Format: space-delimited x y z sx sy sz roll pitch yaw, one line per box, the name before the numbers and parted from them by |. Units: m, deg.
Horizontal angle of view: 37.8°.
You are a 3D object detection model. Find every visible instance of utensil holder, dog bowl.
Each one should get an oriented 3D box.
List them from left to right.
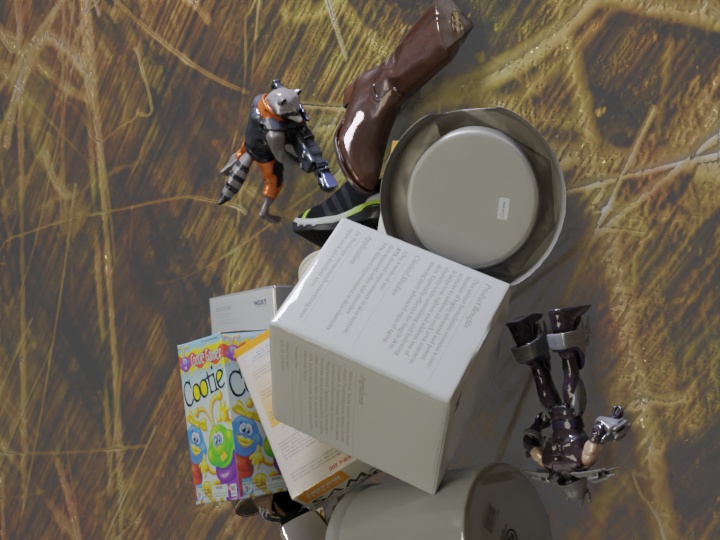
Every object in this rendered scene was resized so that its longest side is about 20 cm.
utensil holder | 0.086 0.304 1.138 0.198 0.168 0.173 -21 74 40
dog bowl | 0.122 -0.077 1.122 0.196 0.059 0.205 2 98 15

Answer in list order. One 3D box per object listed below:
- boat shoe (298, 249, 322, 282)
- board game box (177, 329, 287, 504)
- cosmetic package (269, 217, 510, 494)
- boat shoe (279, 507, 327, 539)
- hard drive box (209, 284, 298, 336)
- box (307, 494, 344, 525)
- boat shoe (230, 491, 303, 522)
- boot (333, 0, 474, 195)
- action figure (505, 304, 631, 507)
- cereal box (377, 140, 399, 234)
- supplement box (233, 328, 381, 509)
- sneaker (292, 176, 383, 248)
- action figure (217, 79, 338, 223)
boat shoe | 0.000 0.000 1.315 0.198 0.059 0.073 -12 91 48
board game box | -0.155 0.185 1.338 0.104 0.102 0.204 -18 77 45
cosmetic package | 0.029 0.087 1.088 0.197 0.168 0.168 23 140 16
boat shoe | -0.032 0.390 1.285 0.200 0.074 0.094 51 152 40
hard drive box | -0.130 0.129 1.443 0.154 0.076 0.205 -10 83 47
box | -0.046 0.276 1.320 0.041 0.038 0.203 24 131 44
boat shoe | -0.112 0.298 1.414 0.200 0.071 0.073 -41 46 39
boot | 0.054 -0.208 1.231 0.199 0.064 0.189 -34 46 39
action figure | 0.212 0.141 1.080 0.129 0.069 0.204 -13 84 39
cereal box | 0.089 -0.034 1.187 0.141 0.039 0.204 11 99 15
supplement box | -0.051 0.155 1.223 0.125 0.074 0.202 -30 61 8
sneaker | -0.006 -0.079 1.333 0.198 0.071 0.084 -7 60 46
action figure | -0.118 -0.155 1.417 0.201 0.103 0.195 55 136 35
